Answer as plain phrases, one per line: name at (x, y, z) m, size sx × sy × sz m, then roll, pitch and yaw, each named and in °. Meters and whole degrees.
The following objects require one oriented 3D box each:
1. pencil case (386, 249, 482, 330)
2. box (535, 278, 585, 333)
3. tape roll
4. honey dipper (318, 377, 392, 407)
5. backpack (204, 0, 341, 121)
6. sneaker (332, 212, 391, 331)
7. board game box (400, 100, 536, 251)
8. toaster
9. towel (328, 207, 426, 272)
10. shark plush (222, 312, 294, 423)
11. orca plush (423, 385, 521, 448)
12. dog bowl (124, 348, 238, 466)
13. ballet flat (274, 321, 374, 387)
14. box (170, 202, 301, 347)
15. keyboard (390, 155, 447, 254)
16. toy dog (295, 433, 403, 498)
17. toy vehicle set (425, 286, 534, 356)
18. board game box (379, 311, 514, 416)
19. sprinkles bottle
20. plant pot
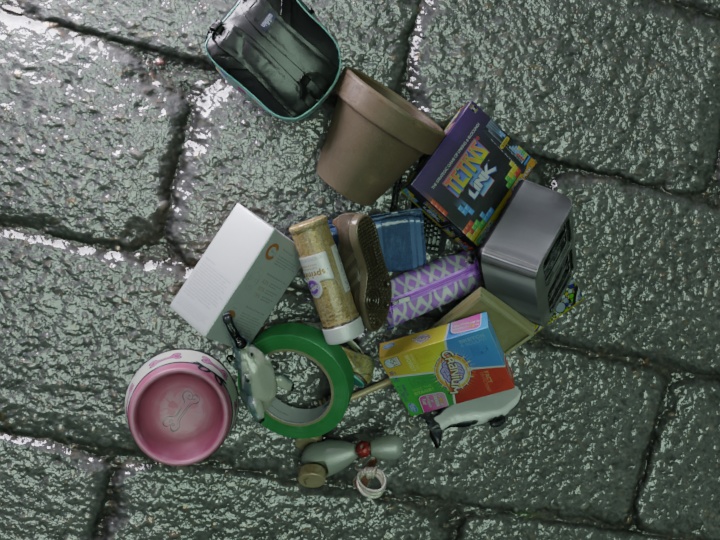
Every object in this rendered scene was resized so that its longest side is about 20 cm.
pencil case at (0.122, 0.029, 1.276) m, size 0.197 × 0.086 × 0.085 m, roll -24°, pitch 80°, yaw -9°
box at (0.308, 0.075, 1.326) m, size 0.198 × 0.064 × 0.071 m, roll -34°, pitch 101°, yaw -6°
tape roll at (-0.110, 0.190, 1.227) m, size 0.196 × 0.048 × 0.204 m, roll 5°, pitch 113°, yaw 11°
honey dipper at (0.020, 0.216, 1.303) m, size 0.197 × 0.038 × 0.039 m, roll -21°, pitch 99°, yaw -9°
backpack at (-0.128, -0.342, 1.156) m, size 0.199 × 0.153 × 0.176 m, roll 41°, pitch 90°, yaw -2°
sneaker at (0.000, 0.000, 1.200) m, size 0.070 × 0.075 × 0.204 m, roll -22°, pitch 112°, yaw -40°
board game box at (0.192, -0.165, 1.258) m, size 0.165 × 0.057 × 0.201 m, roll 39°, pitch 74°, yaw -11°
toaster at (0.284, -0.022, 1.222) m, size 0.201 × 0.117 × 0.182 m, roll -55°, pitch 145°, yaw -22°
towel at (0.017, -0.044, 1.253) m, size 0.196 × 0.049 × 0.113 m, roll -9°, pitch 121°, yaw -4°
shark plush at (-0.189, 0.162, 1.150) m, size 0.091 × 0.082 × 0.201 m, roll -53°, pitch 136°, yaw -28°
orca plush at (0.208, 0.274, 1.325) m, size 0.198 × 0.105 × 0.072 m, roll -30°, pitch 143°, yaw -29°
dog bowl at (-0.307, 0.241, 1.227) m, size 0.196 × 0.074 × 0.204 m, roll -1°, pitch 97°, yaw -11°
ballet flat at (-0.059, 0.132, 1.270) m, size 0.198 × 0.071 × 0.071 m, roll 32°, pitch 90°, yaw -10°
box at (-0.196, 0.014, 1.182) m, size 0.097 × 0.124 × 0.202 m, roll 33°, pitch 89°, yaw 29°
keyboard at (0.111, -0.137, 1.290) m, size 0.125 × 0.021 × 0.204 m, roll 8°, pitch 94°, yaw -11°
toy dog at (-0.025, 0.340, 1.275) m, size 0.196 × 0.097 × 0.133 m, roll 10°, pitch 53°, yaw 17°
toy vehicle set at (0.193, 0.122, 1.264) m, size 0.123 × 0.027 × 0.200 m, roll 34°, pitch 130°, yaw -14°
board game box at (0.151, 0.166, 1.247) m, size 0.197 × 0.041 × 0.154 m, roll -19°, pitch 123°, yaw 17°
sprinkles bottle at (-0.054, 0.016, 1.162) m, size 0.067 × 0.068 × 0.203 m, roll -19°, pitch 98°, yaw -8°
plant pot at (0.015, -0.210, 1.192) m, size 0.198 × 0.201 × 0.176 m, roll 31°, pitch 107°, yaw -12°
